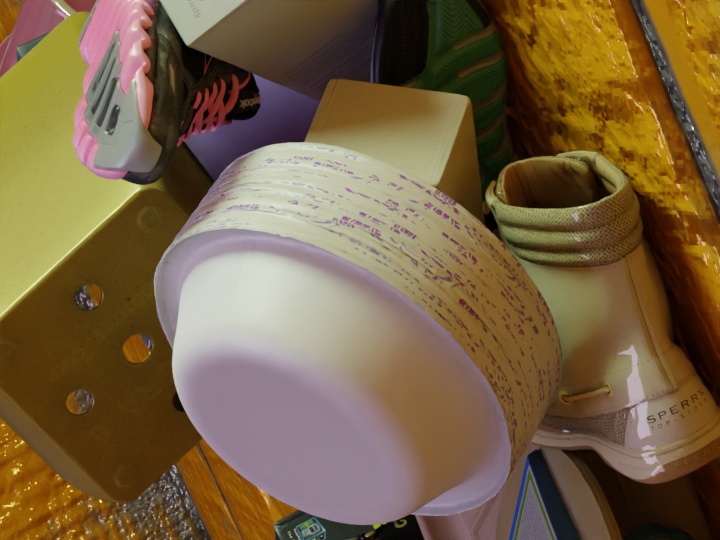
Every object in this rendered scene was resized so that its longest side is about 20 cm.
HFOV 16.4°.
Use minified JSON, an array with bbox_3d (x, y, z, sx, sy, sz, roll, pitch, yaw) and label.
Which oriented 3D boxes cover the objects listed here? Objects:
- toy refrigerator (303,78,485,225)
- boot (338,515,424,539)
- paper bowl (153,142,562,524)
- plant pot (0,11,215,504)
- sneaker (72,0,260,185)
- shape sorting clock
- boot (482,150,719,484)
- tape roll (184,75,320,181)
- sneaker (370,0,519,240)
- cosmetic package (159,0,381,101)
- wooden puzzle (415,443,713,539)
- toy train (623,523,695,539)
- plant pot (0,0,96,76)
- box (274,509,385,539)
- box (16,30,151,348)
[{"bbox_3d":[0.023,-0.005,1.289,0.201,0.075,0.070,79,-155,-49],"label":"toy refrigerator"},{"bbox_3d":[0.040,0.155,1.611,0.201,0.150,0.073,58,167,23],"label":"boot"},{"bbox_3d":[-0.010,0.044,1.210,0.199,0.105,0.201,22,145,17],"label":"paper bowl"},{"bbox_3d":[-0.146,0.010,1.391,0.200,0.200,0.176,49,178,-28],"label":"plant pot"},{"bbox_3d":[-0.090,-0.097,1.253,0.095,0.079,0.200,25,-155,-17],"label":"sneaker"},{"bbox_3d":[0.110,0.189,1.311,0.200,0.039,0.202,178,90,-76],"label":"shape sorting clock"},{"bbox_3d":[0.102,0.014,1.255,0.156,0.072,0.200,67,166,-16],"label":"boot"},{"bbox_3d":[-0.055,-0.105,1.477,0.200,0.085,0.200,52,-172,-10],"label":"tape roll"},{"bbox_3d":[0.039,-0.083,1.325,0.088,0.074,0.201,-125,14,-53],"label":"sneaker"},{"bbox_3d":[-0.042,-0.162,1.287,0.113,0.081,0.200,60,-162,18],"label":"cosmetic package"},{"bbox_3d":[0.122,0.160,1.402,0.199,0.037,0.186,-2,117,45],"label":"wooden puzzle"},{"bbox_3d":[0.191,0.231,1.300,0.116,0.084,0.201,45,158,57],"label":"toy train"},{"bbox_3d":[-0.181,-0.155,1.854,0.201,0.199,0.180,56,151,30],"label":"plant pot"},{"bbox_3d":[0.056,0.221,1.661,0.201,0.159,0.044,59,169,22],"label":"box"},{"bbox_3d":[-0.104,-0.084,1.653,0.201,0.181,0.104,60,167,13],"label":"box"}]
